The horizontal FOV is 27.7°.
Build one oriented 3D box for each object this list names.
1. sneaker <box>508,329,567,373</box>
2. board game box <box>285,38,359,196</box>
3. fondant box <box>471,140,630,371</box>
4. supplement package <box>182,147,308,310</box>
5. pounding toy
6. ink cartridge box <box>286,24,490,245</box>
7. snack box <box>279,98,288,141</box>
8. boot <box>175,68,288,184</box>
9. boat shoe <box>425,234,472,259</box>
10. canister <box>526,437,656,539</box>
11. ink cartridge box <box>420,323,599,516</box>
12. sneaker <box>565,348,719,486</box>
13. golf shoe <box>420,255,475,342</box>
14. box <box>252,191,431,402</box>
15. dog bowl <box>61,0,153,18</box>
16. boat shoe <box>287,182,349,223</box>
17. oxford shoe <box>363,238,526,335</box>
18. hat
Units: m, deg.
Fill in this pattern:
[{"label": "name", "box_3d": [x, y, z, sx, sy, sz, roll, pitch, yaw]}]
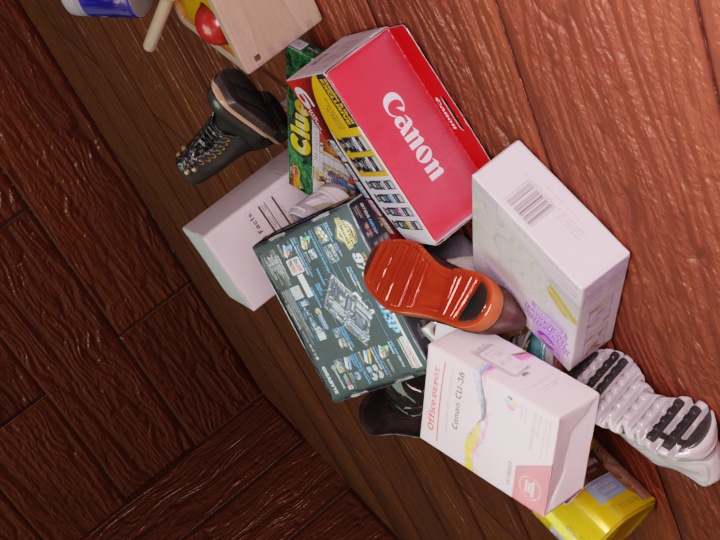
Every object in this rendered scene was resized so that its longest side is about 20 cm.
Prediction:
[{"label": "sneaker", "box_3d": [0.176, 0.098, 1.517, 0.079, 0.072, 0.200, 20, 159, 15]}, {"label": "board game box", "box_3d": [-0.036, -0.150, 1.594, 0.104, 0.023, 0.201, 32, 143, 27]}, {"label": "fondant box", "box_3d": [0.168, -0.009, 1.326, 0.144, 0.058, 0.200, 48, 169, 21]}, {"label": "supplement package", "box_3d": [-0.107, -0.061, 1.880, 0.120, 0.200, 0.121, 56, 168, -18]}, {"label": "pounding toy", "box_3d": [-0.165, -0.305, 1.529, 0.200, 0.142, 0.185, 40, 163, 45]}, {"label": "ink cartridge box", "box_3d": [0.035, -0.129, 1.417, 0.201, 0.084, 0.175, 55, 167, -13]}, {"label": "snack box", "box_3d": [-0.020, -0.107, 1.722, 0.142, 0.053, 0.201, 32, 150, 61]}, {"label": "boot", "box_3d": [-0.160, -0.145, 1.611, 0.078, 0.138, 0.200, 63, -170, 15]}, {"label": "boat shoe", "box_3d": [0.106, 0.007, 1.615, 0.071, 0.072, 0.200, 45, 180, -7]}, {"label": "canister", "box_3d": [0.218, 0.219, 1.620, 0.200, 0.087, 0.148, 45, -156, 21]}, {"label": "ink cartridge box", "box_3d": [0.124, 0.131, 1.403, 0.199, 0.067, 0.117, 29, 129, 36]}, {"label": "sneaker", "box_3d": [0.264, 0.139, 1.371, 0.081, 0.075, 0.200, 50, 173, -36]}, {"label": "golf shoe", "box_3d": [0.105, 0.080, 1.504, 0.078, 0.096, 0.202, -152, 68, -77]}, {"label": "box", "box_3d": [-0.010, 0.031, 1.562, 0.158, 0.046, 0.201, -23, 98, 43]}, {"label": "dog bowl", "box_3d": [-0.274, -0.380, 1.608, 0.078, 0.202, 0.200, 5, 158, 5]}, {"label": "boat shoe", "box_3d": [0.000, -0.001, 1.610, 0.203, 0.065, 0.074, 55, 150, 2]}, {"label": "oxford shoe", "box_3d": [0.078, 0.023, 1.422, 0.072, 0.072, 0.200, 25, -178, -41]}, {"label": "hat", "box_3d": [0.082, 0.121, 1.747, 0.200, 0.200, 0.081, 30, 143, 61]}]
